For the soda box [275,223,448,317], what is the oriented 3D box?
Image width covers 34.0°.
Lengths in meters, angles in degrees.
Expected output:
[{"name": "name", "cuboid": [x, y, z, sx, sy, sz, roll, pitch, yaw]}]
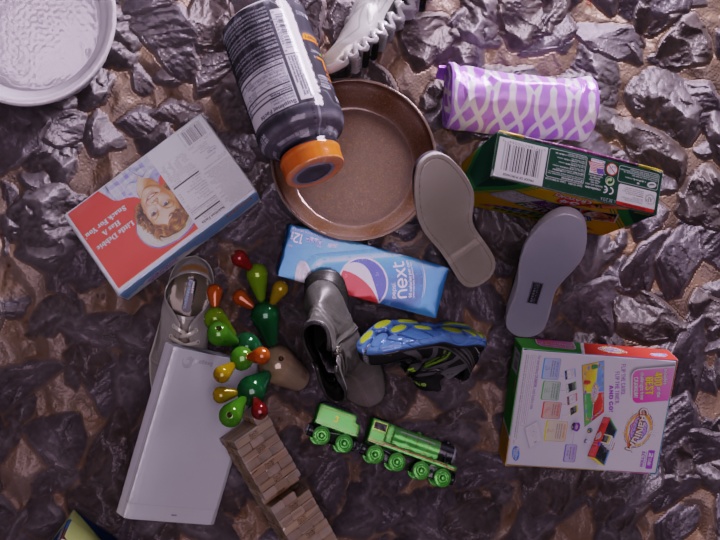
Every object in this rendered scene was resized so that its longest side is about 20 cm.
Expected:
[{"name": "soda box", "cuboid": [0.000, 0.000, 1.411, 0.197, 0.068, 0.065, 15, 91, -7]}]

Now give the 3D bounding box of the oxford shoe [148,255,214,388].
[{"name": "oxford shoe", "cuboid": [-0.210, 0.084, 1.394, 0.074, 0.058, 0.204, 8, 92, -9]}]

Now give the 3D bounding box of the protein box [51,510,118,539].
[{"name": "protein box", "cuboid": [-0.314, 0.428, 1.354, 0.197, 0.135, 0.201, 36, 87, -8]}]

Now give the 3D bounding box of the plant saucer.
[{"name": "plant saucer", "cuboid": [-0.008, -0.127, 1.400, 0.196, 0.037, 0.204, 1, 73, -3]}]

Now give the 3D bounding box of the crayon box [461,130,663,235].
[{"name": "crayon box", "cuboid": [0.227, -0.097, 1.382, 0.196, 0.173, 0.059, 13, 81, -7]}]

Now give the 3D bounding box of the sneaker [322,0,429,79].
[{"name": "sneaker", "cuboid": [0.015, -0.309, 1.404, 0.081, 0.075, 0.200, 43, 77, 2]}]

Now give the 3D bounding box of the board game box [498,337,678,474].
[{"name": "board game box", "cuboid": [0.278, 0.168, 1.449, 0.196, 0.040, 0.156, 5, 105, -7]}]

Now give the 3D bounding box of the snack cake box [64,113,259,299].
[{"name": "snack cake box", "cuboid": [-0.228, -0.072, 1.371, 0.199, 0.067, 0.116, -37, 86, -5]}]

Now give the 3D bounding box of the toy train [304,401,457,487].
[{"name": "toy train", "cuboid": [0.029, 0.211, 1.438, 0.197, 0.042, 0.057, 20, 79, -7]}]

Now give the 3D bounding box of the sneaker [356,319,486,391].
[{"name": "sneaker", "cuboid": [0.075, 0.103, 1.387, 0.198, 0.070, 0.084, 6, 102, -46]}]

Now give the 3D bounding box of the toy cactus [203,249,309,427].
[{"name": "toy cactus", "cuboid": [-0.112, 0.091, 1.368, 0.101, 0.165, 0.203, -21, 54, 28]}]

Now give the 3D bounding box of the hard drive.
[{"name": "hard drive", "cuboid": [-0.199, 0.194, 1.379, 0.131, 0.026, 0.203, 15, 92, -43]}]

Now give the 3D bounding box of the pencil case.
[{"name": "pencil case", "cuboid": [0.192, -0.206, 1.423, 0.196, 0.084, 0.087, 4, 56, -9]}]

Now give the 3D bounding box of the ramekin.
[{"name": "ramekin", "cuboid": [-0.374, -0.285, 1.339, 0.197, 0.098, 0.204, 0, 92, -8]}]

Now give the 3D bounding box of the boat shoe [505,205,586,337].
[{"name": "boat shoe", "cuboid": [0.213, -0.007, 1.388, 0.067, 0.057, 0.202, 15, 133, -2]}]

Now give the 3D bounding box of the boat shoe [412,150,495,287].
[{"name": "boat shoe", "cuboid": [0.100, -0.066, 1.380, 0.072, 0.063, 0.201, -30, 130, -1]}]

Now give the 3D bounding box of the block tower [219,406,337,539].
[{"name": "block tower", "cuboid": [-0.095, 0.262, 1.398, 0.057, 0.054, 0.202, -32, 103, -22]}]

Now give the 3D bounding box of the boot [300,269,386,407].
[{"name": "boot", "cuboid": [-0.026, 0.110, 1.353, 0.067, 0.131, 0.202, -15, 122, 13]}]

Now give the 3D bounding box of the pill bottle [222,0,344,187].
[{"name": "pill bottle", "cuboid": [-0.082, -0.198, 1.344, 0.105, 0.106, 0.203, -18, 73, -6]}]
